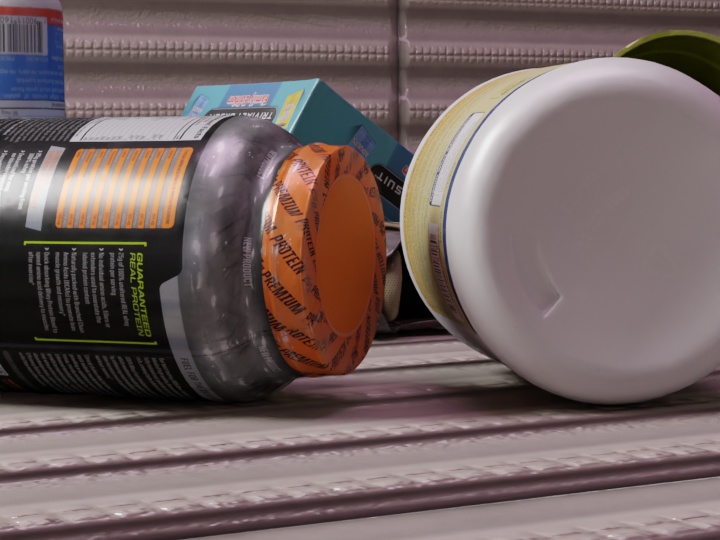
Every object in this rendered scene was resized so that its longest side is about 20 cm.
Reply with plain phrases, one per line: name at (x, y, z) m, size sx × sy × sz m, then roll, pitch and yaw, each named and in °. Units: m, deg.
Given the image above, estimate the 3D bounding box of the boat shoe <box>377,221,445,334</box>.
boat shoe at (0.000, 0.000, 1.126) m, size 0.199 × 0.075 × 0.073 m, roll -4°, pitch 5°, yaw -26°

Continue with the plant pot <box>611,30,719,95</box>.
plant pot at (0.259, -0.091, 1.764) m, size 0.199 × 0.202 × 0.193 m, roll -1°, pitch -8°, yaw -12°

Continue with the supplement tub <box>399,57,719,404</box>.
supplement tub at (0.095, -0.021, 0.901) m, size 0.143 × 0.146 × 0.200 m, roll -1°, pitch 4°, yaw -8°

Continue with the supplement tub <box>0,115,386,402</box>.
supplement tub at (-0.097, -0.006, 0.859) m, size 0.198 × 0.124 × 0.122 m, roll 2°, pitch 4°, yaw 22°

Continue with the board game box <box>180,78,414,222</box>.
board game box at (-0.005, -0.045, 1.255) m, size 0.200 × 0.047 × 0.151 m, roll 36°, pitch -16°, yaw -29°

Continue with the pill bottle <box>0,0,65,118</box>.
pill bottle at (-0.238, -0.070, 1.226) m, size 0.111 × 0.202 × 0.112 m, roll 0°, pitch 4°, yaw 0°
